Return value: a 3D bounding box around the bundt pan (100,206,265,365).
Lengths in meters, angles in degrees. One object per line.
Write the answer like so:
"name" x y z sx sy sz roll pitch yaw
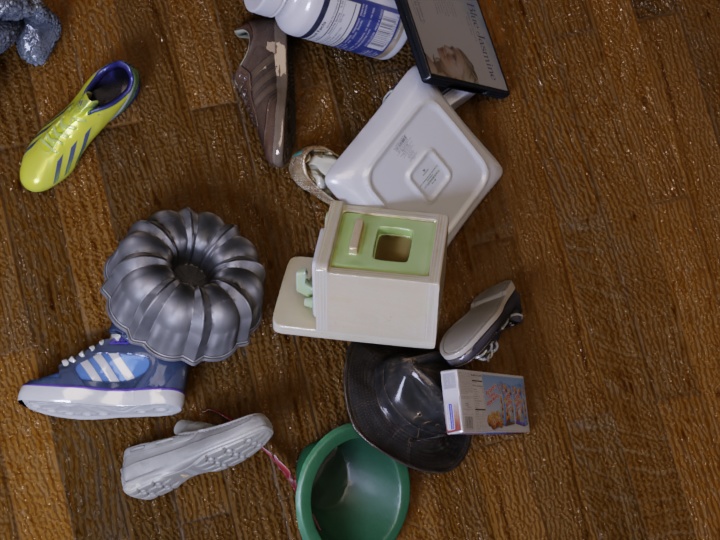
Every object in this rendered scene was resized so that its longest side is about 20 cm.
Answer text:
"bundt pan" -0.201 0.007 1.470 0.201 0.076 0.203 12 52 -16

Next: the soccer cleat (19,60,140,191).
"soccer cleat" -0.348 -0.182 1.525 0.065 0.084 0.200 40 77 1

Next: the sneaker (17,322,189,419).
"sneaker" -0.301 0.097 1.487 0.199 0.081 0.147 1 68 -2

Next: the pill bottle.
"pill bottle" -0.040 -0.338 1.551 0.199 0.111 0.112 10 76 -30

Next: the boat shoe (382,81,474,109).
"boat shoe" 0.059 -0.207 1.592 0.200 0.072 0.068 -36 85 -17

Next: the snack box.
"snack box" 0.151 0.158 1.479 0.024 0.200 0.072 -12 78 28

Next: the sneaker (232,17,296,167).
"sneaker" -0.124 -0.225 1.583 0.075 0.070 0.201 -3 73 9

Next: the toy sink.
"toy sink" 0.000 0.000 1.479 0.199 0.112 0.131 6 42 7

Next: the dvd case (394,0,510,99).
"dvd case" 0.115 -0.293 1.572 0.017 0.200 0.143 -25 76 33

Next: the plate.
"plate" 0.078 -0.118 1.546 0.200 0.032 0.200 47 72 -27

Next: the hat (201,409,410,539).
"hat" -0.058 0.246 1.514 0.165 0.176 0.201 -21 106 -34

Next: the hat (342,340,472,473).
"hat" 0.077 0.141 1.474 0.200 0.081 0.202 21 52 -29

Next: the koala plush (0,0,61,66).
"koala plush" -0.490 -0.273 1.492 0.177 0.184 0.201 32 88 0

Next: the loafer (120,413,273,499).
"loafer" -0.195 0.203 1.450 0.199 0.070 0.070 -23 61 14

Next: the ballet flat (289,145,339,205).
"ballet flat" 0.000 -0.094 1.564 0.199 0.065 0.071 27 74 -2

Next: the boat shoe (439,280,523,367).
"boat shoe" 0.156 0.075 1.505 0.072 0.200 0.063 -22 101 29
